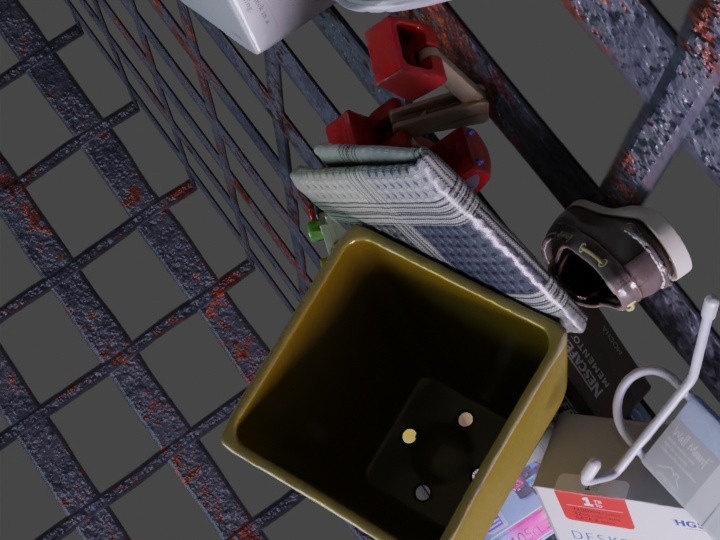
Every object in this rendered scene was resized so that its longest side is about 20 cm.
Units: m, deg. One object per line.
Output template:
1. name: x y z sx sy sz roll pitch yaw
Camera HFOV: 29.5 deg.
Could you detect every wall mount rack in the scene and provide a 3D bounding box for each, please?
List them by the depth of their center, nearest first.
1. wall mount rack: 0.245 0.123 0.933 0.074 0.174 0.200 3 -143 -49

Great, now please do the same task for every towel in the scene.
1. towel: 0.056 -0.025 1.020 0.192 0.035 0.199 42 162 -25

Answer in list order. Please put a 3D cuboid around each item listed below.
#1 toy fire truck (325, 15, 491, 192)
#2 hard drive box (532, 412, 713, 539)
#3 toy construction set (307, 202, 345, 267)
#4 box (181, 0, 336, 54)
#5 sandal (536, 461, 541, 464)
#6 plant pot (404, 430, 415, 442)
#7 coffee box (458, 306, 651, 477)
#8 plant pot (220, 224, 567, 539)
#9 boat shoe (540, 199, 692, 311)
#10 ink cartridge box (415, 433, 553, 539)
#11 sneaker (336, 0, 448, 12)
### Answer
1. toy fire truck: 0.051 -0.116 1.071 0.199 0.141 0.049 15 -128 -44
2. hard drive box: 0.243 0.210 1.093 0.155 0.077 0.201 3 138 32
3. toy construction set: 0.000 0.000 1.213 0.132 0.091 0.201 -95 4 -56
4. box: -0.110 -0.311 1.101 0.200 0.130 0.200 42 164 55
5. sandal: 0.175 0.118 1.377 0.054 0.080 0.201 6 130 48
6. plant pot: 0.061 0.130 1.626 0.189 0.201 0.201 44 179 -37
7. coffee box: 0.137 0.102 1.190 0.113 0.080 0.200 55 140 -3
8. plant pot: 0.046 0.119 1.068 0.193 0.196 0.200 27 168 24
9. boat shoe: 0.167 -0.006 0.987 0.072 0.059 0.200 56 170 -9
10. ink cartridge box: 0.151 0.195 1.480 0.201 0.136 0.076 55 -173 1
11. sneaker: 0.001 -0.245 0.949 0.199 0.077 0.113 18 123 42
